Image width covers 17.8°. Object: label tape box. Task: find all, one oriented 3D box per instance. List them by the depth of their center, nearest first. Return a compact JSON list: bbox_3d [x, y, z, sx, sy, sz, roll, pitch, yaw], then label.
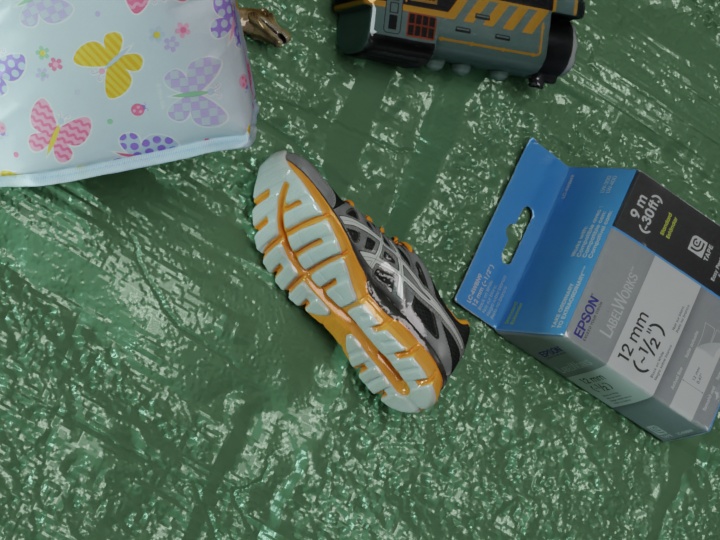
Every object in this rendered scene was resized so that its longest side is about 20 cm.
[{"bbox_3d":[0.185,0.010,1.648,0.199,0.066,0.144,34,68,-17],"label":"label tape box"}]

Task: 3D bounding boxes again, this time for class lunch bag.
[{"bbox_3d":[-0.176,-0.152,1.453,0.199,0.127,0.171,-12,108,1],"label":"lunch bag"}]

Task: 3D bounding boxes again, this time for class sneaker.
[{"bbox_3d":[0.000,0.000,1.565,0.077,0.078,0.201,-42,102,-39],"label":"sneaker"}]

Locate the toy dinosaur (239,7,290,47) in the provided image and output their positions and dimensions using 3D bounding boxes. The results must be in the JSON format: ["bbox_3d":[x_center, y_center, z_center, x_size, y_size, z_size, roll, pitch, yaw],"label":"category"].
[{"bbox_3d":[-0.137,-0.207,1.556,0.200,0.058,0.101,48,50,-18],"label":"toy dinosaur"}]

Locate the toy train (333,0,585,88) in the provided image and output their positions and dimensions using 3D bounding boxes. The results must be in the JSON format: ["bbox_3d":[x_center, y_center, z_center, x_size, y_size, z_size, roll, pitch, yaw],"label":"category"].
[{"bbox_3d":[0.072,-0.195,1.631,0.199,0.085,0.115,8,89,-25],"label":"toy train"}]
